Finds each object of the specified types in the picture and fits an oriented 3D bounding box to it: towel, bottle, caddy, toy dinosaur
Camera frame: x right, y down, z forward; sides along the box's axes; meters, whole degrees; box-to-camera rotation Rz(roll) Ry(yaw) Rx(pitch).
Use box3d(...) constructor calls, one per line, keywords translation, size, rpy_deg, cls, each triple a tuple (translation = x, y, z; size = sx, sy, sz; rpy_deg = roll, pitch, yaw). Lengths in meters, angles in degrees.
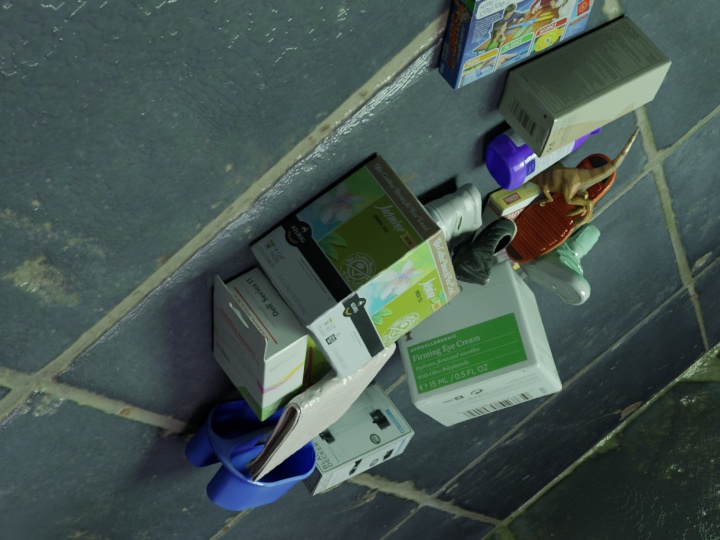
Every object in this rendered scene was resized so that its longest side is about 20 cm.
box3d(translation=(-0.056, 0.184, 1.564), size=(0.199, 0.032, 0.191), rpy_deg=(-33, 165, -44), cls="towel")
box3d(translation=(0.260, -0.186, 1.546), size=(0.199, 0.065, 0.084), rpy_deg=(-33, 161, -12), cls="bottle")
box3d(translation=(-0.149, 0.254, 1.656), size=(0.105, 0.142, 0.199), rpy_deg=(-47, 155, 27), cls="caddy")
box3d(translation=(0.293, -0.120, 1.580), size=(0.198, 0.107, 0.060), rpy_deg=(-6, -151, 35), cls="toy dinosaur")

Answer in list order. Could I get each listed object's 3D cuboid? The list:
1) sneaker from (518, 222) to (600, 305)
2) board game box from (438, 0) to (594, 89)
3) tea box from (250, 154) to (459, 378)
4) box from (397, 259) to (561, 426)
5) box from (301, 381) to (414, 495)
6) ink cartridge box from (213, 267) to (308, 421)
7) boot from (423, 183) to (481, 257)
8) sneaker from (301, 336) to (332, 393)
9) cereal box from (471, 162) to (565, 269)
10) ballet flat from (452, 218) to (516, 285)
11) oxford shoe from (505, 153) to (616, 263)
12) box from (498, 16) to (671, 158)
box3d(translation=(0.308, -0.024, 1.700), size=(0.118, 0.074, 0.200), rpy_deg=(-41, -160, -1), cls="sneaker")
box3d(translation=(0.183, -0.293, 1.292), size=(0.199, 0.035, 0.136), rpy_deg=(-27, 153, -24), cls="board game box")
box3d(translation=(0.000, 0.000, 1.428), size=(0.196, 0.134, 0.200), rpy_deg=(-37, 155, -4), cls="tea box")
box3d(translation=(0.175, 0.114, 1.754), size=(0.197, 0.173, 0.200), rpy_deg=(-19, 158, 13), cls="box")
box3d(translation=(-0.025, 0.270, 1.885), size=(0.199, 0.117, 0.060), rpy_deg=(-18, 149, -36), cls="box")
box3d(translation=(-0.123, 0.081, 1.418), size=(0.067, 0.117, 0.201), rpy_deg=(-29, 155, -23), cls="ink cartridge box")
box3d(translation=(0.124, -0.040, 1.604), size=(0.095, 0.074, 0.200), rpy_deg=(-31, 157, -17), cls="boot")
box3d(translation=(-0.086, 0.129, 1.627), size=(0.089, 0.079, 0.200), rpy_deg=(4, 144, -21), cls="sneaker")
box3d(translation=(0.233, -0.063, 1.753), size=(0.143, 0.040, 0.201), rpy_deg=(-25, 153, -27), cls="cereal box")
box3d(translation=(0.176, -0.022, 1.595), size=(0.067, 0.057, 0.200), rpy_deg=(-60, 168, 30), cls="ballet flat")
box3d(translation=(0.294, -0.082, 1.681), size=(0.200, 0.071, 0.072), rpy_deg=(-42, 164, 13), cls="oxford shoe")
box3d(translation=(0.282, -0.233, 1.466), size=(0.199, 0.095, 0.078), rpy_deg=(-26, 154, -22), cls="box")
